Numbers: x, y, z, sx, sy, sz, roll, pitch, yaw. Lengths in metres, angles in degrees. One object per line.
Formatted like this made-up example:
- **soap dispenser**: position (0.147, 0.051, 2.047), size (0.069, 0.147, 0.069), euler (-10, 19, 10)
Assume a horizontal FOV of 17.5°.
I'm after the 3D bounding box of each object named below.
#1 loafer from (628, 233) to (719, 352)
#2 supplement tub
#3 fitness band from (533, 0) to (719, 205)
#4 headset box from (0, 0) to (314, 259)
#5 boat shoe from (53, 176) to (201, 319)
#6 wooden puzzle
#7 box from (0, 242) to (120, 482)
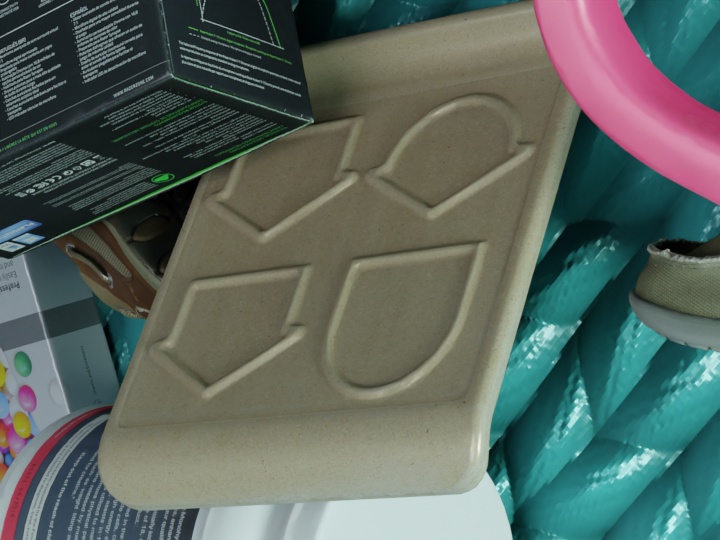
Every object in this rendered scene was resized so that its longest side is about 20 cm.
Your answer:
- **loafer**: position (0.181, -0.014, 0.779), size (0.199, 0.075, 0.070), euler (-7, 92, 34)
- **supplement tub**: position (-0.050, 0.126, 0.978), size (0.200, 0.140, 0.141), euler (-2, 100, 44)
- **fitness band**: position (0.145, -0.080, 0.710), size (0.200, 0.037, 0.144), euler (29, 123, 20)
- **headset box**: position (-0.129, -0.130, 0.957), size (0.174, 0.093, 0.201), euler (-23, 70, 30)
- **boat shoe**: position (-0.091, -0.018, 1.030), size (0.200, 0.076, 0.074), euler (44, 145, 31)
- **wooden puzzle**: position (0.000, 0.000, 0.903), size (0.185, 0.046, 0.201), euler (-8, 56, 38)
- **box**: position (-0.175, 0.080, 1.151), size (0.156, 0.041, 0.201), euler (-15, 93, 44)
